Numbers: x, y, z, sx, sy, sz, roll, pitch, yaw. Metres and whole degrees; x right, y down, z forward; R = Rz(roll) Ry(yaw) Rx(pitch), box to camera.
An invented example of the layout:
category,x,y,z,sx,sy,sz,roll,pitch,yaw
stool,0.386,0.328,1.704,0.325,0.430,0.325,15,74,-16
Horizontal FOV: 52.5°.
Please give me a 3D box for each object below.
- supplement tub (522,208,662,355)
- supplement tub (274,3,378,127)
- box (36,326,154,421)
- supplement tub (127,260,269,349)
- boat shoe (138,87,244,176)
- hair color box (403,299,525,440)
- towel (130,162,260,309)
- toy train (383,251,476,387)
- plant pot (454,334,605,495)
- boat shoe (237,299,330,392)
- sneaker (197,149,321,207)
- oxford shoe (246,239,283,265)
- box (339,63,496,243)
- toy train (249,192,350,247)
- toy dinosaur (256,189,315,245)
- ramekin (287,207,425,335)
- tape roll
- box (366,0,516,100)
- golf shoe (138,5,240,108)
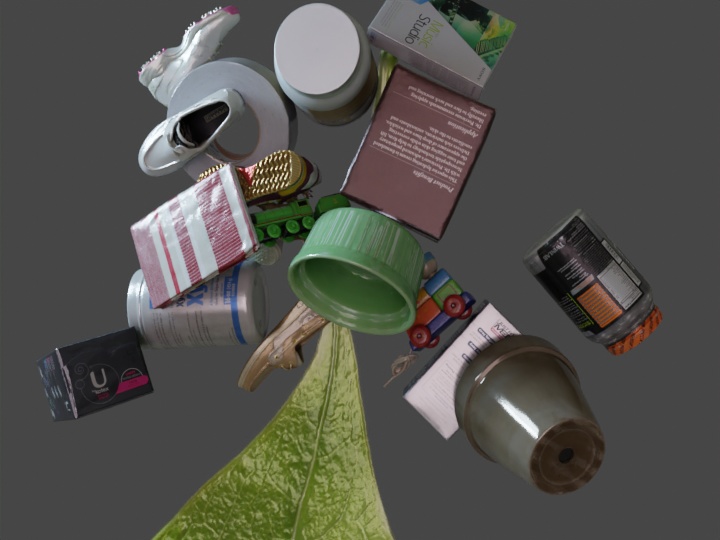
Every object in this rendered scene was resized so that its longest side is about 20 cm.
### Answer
category,x,y,z,sx,sy,sz,roll,pitch,yaw
supplement tub,0.348,0.020,1.094,0.122,0.123,0.201,-40,87,5
supplement tub,-0.049,-0.303,1.093,0.141,0.200,0.148,0,91,6
box,-0.414,0.163,1.128,0.121,0.199,0.108,-17,88,-33
supplement tub,-0.251,0.055,1.155,0.195,0.132,0.135,-4,90,5
boat shoe,-0.260,-0.201,1.094,0.197,0.066,0.073,-26,105,16
hair color box,0.167,0.154,1.145,0.100,0.061,0.200,43,95,2
towel,-0.245,-0.049,1.076,0.198,0.023,0.146,-29,70,18
toy train,0.075,0.074,1.152,0.200,0.084,0.116,-42,73,10
plant pot,0.255,0.219,1.047,0.195,0.174,0.204,-4,109,-13
boat shoe,-0.116,0.125,1.170,0.069,0.074,0.201,41,95,8
sneaker,-0.153,-0.125,1.103,0.196,0.090,0.077,-7,81,26
oxford shoe,-0.209,-0.068,1.189,0.197,0.058,0.076,21,137,13
box,0.087,-0.168,1.098,0.163,0.164,0.203,25,94,4
toy train,-0.097,-0.078,1.112,0.197,0.042,0.057,-15,70,-30
toy dinosaur,-0.119,-0.089,1.147,0.199,0.102,0.058,38,135,-2
ramekin,0.000,0.000,1.068,0.196,0.201,0.099,19,61,6
tape roll,-0.200,-0.226,1.148,0.196,0.066,0.205,3,110,7
box,0.126,-0.366,1.126,0.197,0.036,0.146,29,66,3
golf shoe,-0.263,-0.344,1.187,0.198,0.075,0.092,-36,98,12
